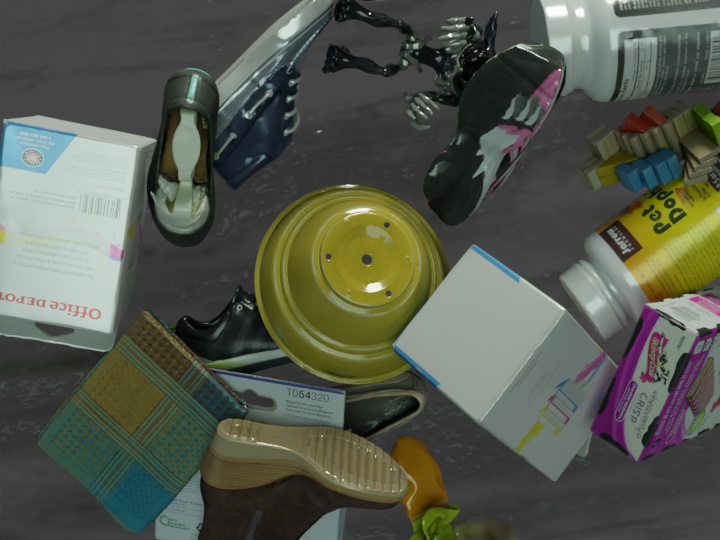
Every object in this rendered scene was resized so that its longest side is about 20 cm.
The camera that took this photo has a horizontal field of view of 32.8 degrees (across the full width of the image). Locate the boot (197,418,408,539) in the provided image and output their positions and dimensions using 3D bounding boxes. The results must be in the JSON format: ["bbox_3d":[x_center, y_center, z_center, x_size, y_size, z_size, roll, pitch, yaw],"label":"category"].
[{"bbox_3d":[-0.060,0.229,1.175,0.197,0.073,0.168,14,124,5],"label":"boot"}]

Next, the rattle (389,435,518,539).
[{"bbox_3d":[0.097,0.257,1.193,0.128,0.200,0.146,-2,100,-2],"label":"rattle"}]

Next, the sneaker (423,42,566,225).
[{"bbox_3d":[0.132,-0.139,1.164,0.080,0.086,0.201,46,130,10],"label":"sneaker"}]

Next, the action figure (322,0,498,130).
[{"bbox_3d":[0.066,-0.196,1.164,0.197,0.102,0.121,12,115,-9],"label":"action figure"}]

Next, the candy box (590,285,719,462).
[{"bbox_3d":[0.313,0.094,1.172,0.061,0.199,0.138,32,114,31],"label":"candy box"}]

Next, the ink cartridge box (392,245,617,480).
[{"bbox_3d":[0.151,0.095,1.166,0.126,0.128,0.200,-51,140,-1],"label":"ink cartridge box"}]

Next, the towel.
[{"bbox_3d":[-0.215,0.151,1.203,0.147,0.022,0.200,43,113,1],"label":"towel"}]

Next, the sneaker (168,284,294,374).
[{"bbox_3d":[-0.098,0.052,1.215,0.197,0.072,0.084,-18,99,0],"label":"sneaker"}]

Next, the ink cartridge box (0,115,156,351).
[{"bbox_3d":[-0.277,-0.034,1.164,0.126,0.125,0.204,11,99,-4],"label":"ink cartridge box"}]

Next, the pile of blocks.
[{"bbox_3d":[0.295,-0.126,1.169,0.197,0.083,0.063,-18,124,25],"label":"pile of blocks"}]

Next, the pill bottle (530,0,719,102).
[{"bbox_3d":[0.267,-0.223,1.165,0.196,0.116,0.119,-6,100,-1],"label":"pill bottle"}]

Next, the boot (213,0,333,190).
[{"bbox_3d":[-0.082,-0.174,1.186,0.199,0.073,0.090,-41,106,12],"label":"boot"}]

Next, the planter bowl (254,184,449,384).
[{"bbox_3d":[0.000,0.000,1.165,0.197,0.084,0.204,3,73,-9],"label":"planter bowl"}]

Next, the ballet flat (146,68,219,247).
[{"bbox_3d":[-0.169,-0.091,1.149,0.067,0.069,0.202,3,127,-5],"label":"ballet flat"}]

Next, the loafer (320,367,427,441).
[{"bbox_3d":[-0.025,0.154,1.240,0.197,0.063,0.073,-24,101,1],"label":"loafer"}]

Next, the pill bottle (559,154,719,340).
[{"bbox_3d":[0.297,-0.022,1.202,0.199,0.109,0.110,-37,99,3],"label":"pill bottle"}]

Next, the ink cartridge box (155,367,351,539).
[{"bbox_3d":[-0.107,0.189,1.217,0.193,0.043,0.204,9,108,12],"label":"ink cartridge box"}]
